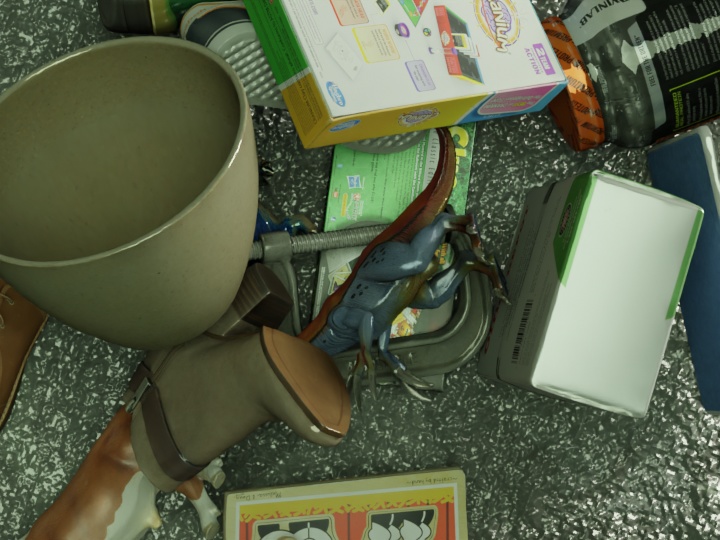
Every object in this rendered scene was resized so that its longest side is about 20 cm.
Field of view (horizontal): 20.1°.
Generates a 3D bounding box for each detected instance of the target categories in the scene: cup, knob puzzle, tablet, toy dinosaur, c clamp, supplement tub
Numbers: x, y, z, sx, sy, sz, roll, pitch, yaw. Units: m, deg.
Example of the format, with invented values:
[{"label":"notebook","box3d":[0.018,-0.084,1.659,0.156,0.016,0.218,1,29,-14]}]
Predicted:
[{"label":"cup","box3d":[-0.148,-0.032,1.319,0.199,0.144,0.201,-10,47,11]},{"label":"knob puzzle","box3d":[-0.006,0.247,1.430,0.218,0.030,0.221,-3,100,-17]},{"label":"tablet","box3d":[0.245,0.004,1.427,0.014,0.130,0.201,-12,88,-10]},{"label":"toy dinosaur","box3d":[0.009,0.027,1.402,0.181,0.105,0.201,-20,56,10]},{"label":"c clamp","box3d":[0.000,0.000,1.425,0.199,0.027,0.172,-2,96,-17]},{"label":"supplement tub","box3d":[0.228,-0.163,1.436,0.199,0.123,0.123,-21,89,-4]}]

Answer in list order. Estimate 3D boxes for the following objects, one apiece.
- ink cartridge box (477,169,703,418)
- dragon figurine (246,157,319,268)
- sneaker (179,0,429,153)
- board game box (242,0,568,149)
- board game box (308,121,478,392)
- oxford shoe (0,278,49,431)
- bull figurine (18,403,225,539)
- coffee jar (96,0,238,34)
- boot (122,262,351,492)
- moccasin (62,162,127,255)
[{"label":"ink cartridge box","box3d":[0.152,0.017,1.388,0.084,0.200,0.147,17,88,-6]},{"label":"dragon figurine","box3d":[-0.096,-0.029,1.441,0.099,0.059,0.200,-37,98,-12]},{"label":"sneaker","box3d":[-0.035,-0.143,1.408,0.199,0.079,0.079,17,110,-39]},{"label":"board game box","box3d":[0.026,-0.168,1.358,0.199,0.040,0.154,-11,70,-33]},{"label":"board game box","box3d":[0.022,-0.018,1.470,0.104,0.023,0.201,8,88,-2]},{"label":"oxford shoe","box3d":[-0.255,0.025,1.431,0.071,0.071,0.201,11,86,-1]},{"label":"bull figurine","box3d":[-0.177,0.185,1.418,0.121,0.065,0.201,27,81,24]},{"label":"coffee jar","box3d":[-0.092,-0.226,1.440,0.199,0.085,0.105,-7,94,-4]},{"label":"boot","box3d":[-0.089,0.092,1.344,0.070,0.200,0.146,32,109,-33]},{"label":"moccasin","box3d":[-0.187,-0.076,1.423,0.078,0.073,0.202,37,78,-38]}]
